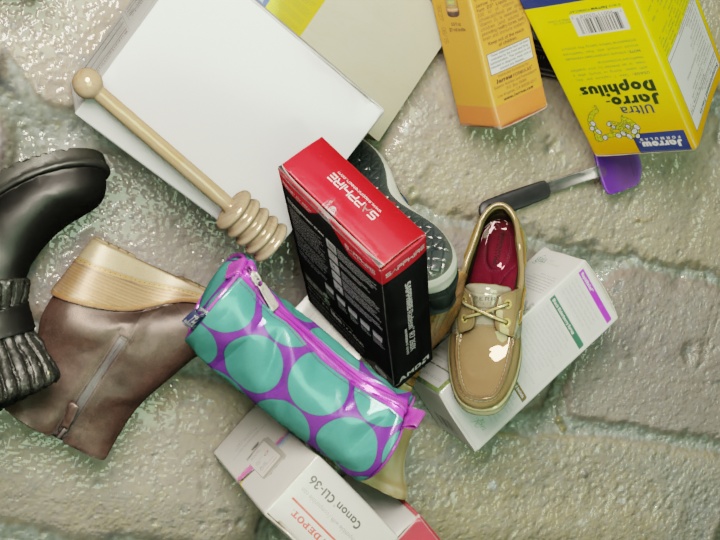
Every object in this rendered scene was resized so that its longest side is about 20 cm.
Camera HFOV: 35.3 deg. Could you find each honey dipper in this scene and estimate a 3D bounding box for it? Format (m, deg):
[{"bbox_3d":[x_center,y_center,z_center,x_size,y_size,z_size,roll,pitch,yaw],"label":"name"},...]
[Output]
[{"bbox_3d":[-0.137,-0.081,0.857,0.200,0.038,0.038,42,83,-24],"label":"honey dipper"}]

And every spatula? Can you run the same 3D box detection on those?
[{"bbox_3d":[0.204,-0.087,1.137,0.197,0.021,0.057,-20,95,-17],"label":"spatula"}]

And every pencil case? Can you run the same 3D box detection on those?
[{"bbox_3d":[-0.049,0.078,0.914,0.199,0.092,0.085,39,40,-8],"label":"pencil case"}]

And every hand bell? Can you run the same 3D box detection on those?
[{"bbox_3d":[0.044,0.090,1.011,0.103,0.104,0.202,30,88,-25],"label":"hand bell"}]

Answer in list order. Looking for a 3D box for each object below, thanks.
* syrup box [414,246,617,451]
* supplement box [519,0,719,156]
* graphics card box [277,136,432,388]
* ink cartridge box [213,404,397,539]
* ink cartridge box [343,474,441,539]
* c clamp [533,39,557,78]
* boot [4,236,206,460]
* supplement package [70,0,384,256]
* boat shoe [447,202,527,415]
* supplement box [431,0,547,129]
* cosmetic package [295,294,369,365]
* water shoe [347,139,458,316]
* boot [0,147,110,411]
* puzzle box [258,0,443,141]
[{"bbox_3d":[0.149,0.073,1.112,0.199,0.079,0.082,-40,113,-12],"label":"syrup box"},{"bbox_3d":[0.245,-0.216,1.042,0.201,0.108,0.110,54,52,-36],"label":"supplement box"},{"bbox_3d":[0.000,0.000,0.909,0.051,0.125,0.201,-37,151,-18],"label":"graphics card box"},{"bbox_3d":[-0.044,0.201,0.985,0.068,0.200,0.117,-46,114,-8],"label":"ink cartridge box"},{"bbox_3d":[0.051,0.298,1.075,0.085,0.147,0.201,-40,112,-11],"label":"ink cartridge box"},{"bbox_3d":[0.180,-0.275,1.093,0.197,0.027,0.174,0,105,-25],"label":"c clamp"},{"bbox_3d":[-0.185,0.084,0.971,0.198,0.072,0.168,26,87,-16],"label":"boot"},{"bbox_3d":[-0.111,-0.141,0.925,0.199,0.111,0.156,37,96,-24],"label":"supplement package"},{"bbox_3d":[0.116,0.030,1.041,0.073,0.067,0.203,1,62,12],"label":"boat shoe"},{"bbox_3d":[0.108,-0.234,1.016,0.068,0.066,0.203,-27,112,-24],"label":"supplement box"},{"bbox_3d":[-0.006,0.044,1.034,0.200,0.082,0.051,-46,156,-9],"label":"cosmetic package"},{"bbox_3d":[0.014,-0.037,0.994,0.071,0.201,0.079,-29,144,-11],"label":"water shoe"},{"bbox_3d":[-0.266,0.014,0.888,0.209,0.079,0.159,-29,81,-6],"label":"boot"},{"bbox_3d":[-0.022,-0.229,1.008,0.199,0.025,0.134,38,84,-25],"label":"puzzle box"}]
